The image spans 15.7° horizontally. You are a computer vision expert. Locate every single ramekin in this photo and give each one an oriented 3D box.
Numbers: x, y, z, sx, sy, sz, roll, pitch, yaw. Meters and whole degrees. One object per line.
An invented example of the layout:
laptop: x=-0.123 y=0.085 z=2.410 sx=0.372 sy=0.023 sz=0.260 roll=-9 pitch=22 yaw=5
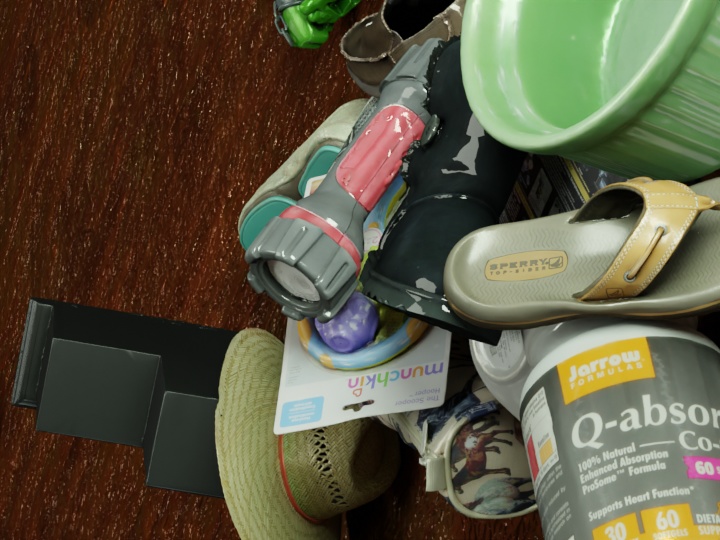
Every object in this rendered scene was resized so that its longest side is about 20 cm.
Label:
ramekin: x=0.152 y=-0.142 z=1.380 sx=0.200 sy=0.098 sz=0.200 roll=-34 pitch=45 yaw=43

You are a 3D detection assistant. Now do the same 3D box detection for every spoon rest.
spoon rest: x=0.108 y=0.083 z=1.488 sx=0.099 sy=0.061 sz=0.200 roll=-24 pitch=69 yaw=49

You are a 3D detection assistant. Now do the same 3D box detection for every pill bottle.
pill bottle: x=0.145 y=0.098 z=1.362 sx=0.116 sy=0.116 sz=0.200 roll=122 pitch=147 yaw=-47

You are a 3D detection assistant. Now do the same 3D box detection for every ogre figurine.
ogre figurine: x=-0.024 y=-0.269 z=1.932 sx=0.120 sy=0.098 sz=0.200 roll=60 pitch=157 yaw=29

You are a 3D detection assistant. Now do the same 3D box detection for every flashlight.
flashlight: x=0.007 y=-0.060 z=1.597 sx=0.200 sy=0.068 sz=0.068 roll=-54 pitch=-26 yaw=-27

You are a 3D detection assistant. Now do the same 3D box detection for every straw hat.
straw hat: x=-0.019 y=0.125 z=1.801 sx=0.085 sy=0.201 sz=0.201 roll=-16 pitch=62 yaw=22

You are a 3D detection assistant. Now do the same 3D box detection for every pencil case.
pencil case: x=0.053 y=0.087 z=1.634 sx=0.200 sy=0.089 sz=0.078 roll=-138 pitch=57 yaw=-65

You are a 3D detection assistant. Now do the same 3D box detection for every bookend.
bookend: x=-0.157 y=0.106 z=1.960 sx=0.200 sy=0.199 sz=0.092 roll=-114 pitch=35 yaw=-72

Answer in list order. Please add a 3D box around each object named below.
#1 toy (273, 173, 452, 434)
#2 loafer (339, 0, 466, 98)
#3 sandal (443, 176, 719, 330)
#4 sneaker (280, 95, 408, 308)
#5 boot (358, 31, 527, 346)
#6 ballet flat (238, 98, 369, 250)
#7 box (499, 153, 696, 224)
toy: x=0.000 y=0.000 z=1.625 sx=0.115 sy=0.047 sz=0.200 roll=-12 pitch=48 yaw=24
loafer: x=0.043 y=-0.161 z=1.728 sx=0.073 sy=0.071 sz=0.200 roll=-43 pitch=22 yaw=-20
sandal: x=0.135 y=-0.019 z=1.344 sx=0.055 sy=0.200 sz=0.082 roll=63 pitch=-154 yaw=-48
sneaker: x=0.001 y=-0.048 z=1.747 sx=0.081 sy=0.075 sz=0.200 roll=-3 pitch=52 yaw=34
boot: x=0.061 y=-0.053 z=1.476 sx=0.200 sy=0.076 sz=0.168 roll=-135 pitch=66 yaw=-80
ballet flat: x=-0.029 y=-0.066 z=1.946 sx=0.200 sy=0.067 sz=0.062 roll=-40 pitch=20 yaw=56
box: x=0.125 y=-0.068 z=1.550 sx=0.200 sy=0.049 sz=0.161 roll=-111 pitch=33 yaw=-48
